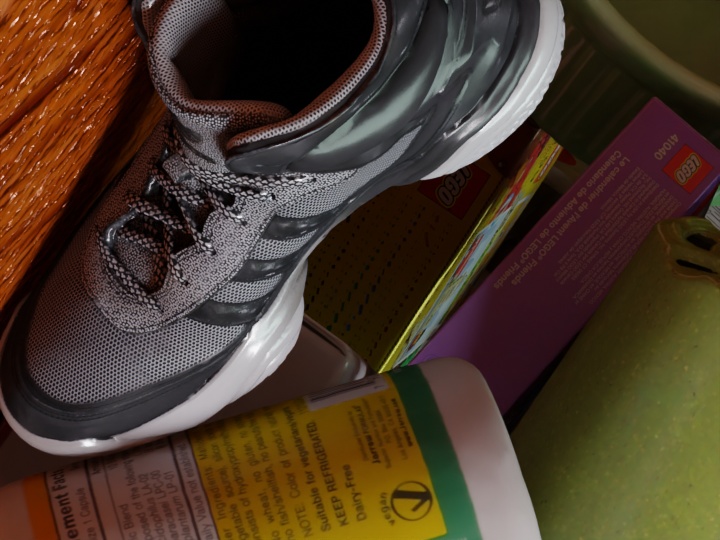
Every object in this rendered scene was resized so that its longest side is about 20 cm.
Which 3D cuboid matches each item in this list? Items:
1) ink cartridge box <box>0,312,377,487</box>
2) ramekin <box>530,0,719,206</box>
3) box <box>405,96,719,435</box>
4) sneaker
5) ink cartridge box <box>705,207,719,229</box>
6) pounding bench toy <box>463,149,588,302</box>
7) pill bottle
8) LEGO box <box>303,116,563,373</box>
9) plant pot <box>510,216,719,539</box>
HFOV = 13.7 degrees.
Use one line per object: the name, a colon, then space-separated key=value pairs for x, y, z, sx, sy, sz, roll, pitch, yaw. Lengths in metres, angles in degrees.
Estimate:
ink cartridge box: x=-0.068 y=0.071 z=1.037 sx=0.146 sy=0.083 sz=0.200 roll=-55 pitch=174 yaw=-2
ramekin: x=0.137 y=-0.122 z=1.139 sx=0.200 sy=0.200 sz=0.098 roll=-52 pitch=-179 yaw=-31
box: x=0.047 y=0.040 z=1.074 sx=0.200 sy=0.039 sz=0.137 roll=-47 pitch=170 yaw=-14
sneaker: x=-0.042 y=-0.028 z=0.810 sx=0.200 sy=0.076 sz=0.114 roll=-42 pitch=158 yaw=13
ink cartridge box: x=0.120 y=0.073 z=1.320 sx=0.196 sy=0.043 sz=0.200 roll=-31 pitch=139 yaw=-16
pounding bench toy: x=0.087 y=-0.035 z=1.360 sx=0.200 sy=0.156 sz=0.124 roll=-58 pitch=173 yaw=18
pill bottle: x=-0.048 y=0.104 z=0.873 sx=0.199 sy=0.113 sz=0.113 roll=-16 pitch=169 yaw=-5
LEGO box: x=0.000 y=0.000 z=1.234 sx=0.200 sy=0.077 sz=0.149 roll=-57 pitch=174 yaw=11
plant pot: x=0.112 y=0.091 z=0.985 sx=0.190 sy=0.200 sz=0.200 roll=-67 pitch=172 yaw=14
